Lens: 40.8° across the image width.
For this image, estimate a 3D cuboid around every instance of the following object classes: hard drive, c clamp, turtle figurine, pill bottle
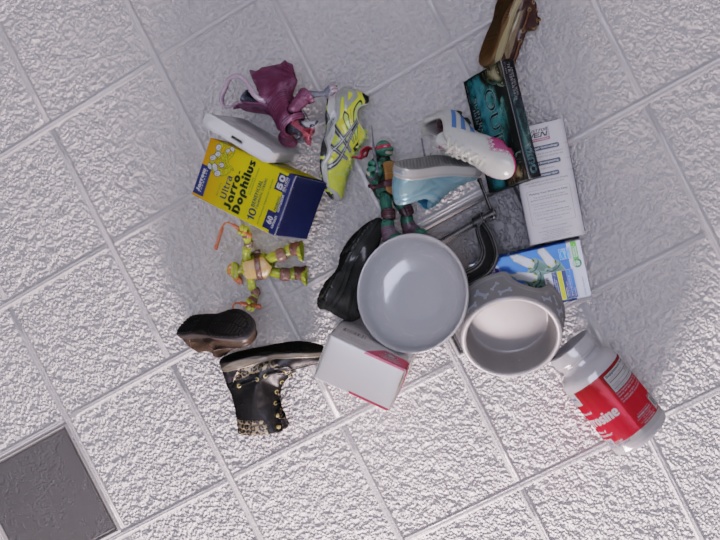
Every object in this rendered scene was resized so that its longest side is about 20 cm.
[{"bbox_3d":[-0.186,-0.228,1.682,0.131,0.200,0.027,31,100,5],"label":"hard drive"},{"bbox_3d":[0.166,-0.040,1.704,0.199,0.027,0.173,-34,57,20],"label":"c clamp"},{"bbox_3d":[0.060,-0.157,1.705,0.148,0.100,0.204,-13,96,-31],"label":"turtle figurine"},{"bbox_3d":[0.422,0.207,1.669,0.112,0.112,0.201,-40,88,11],"label":"pill bottle"},{"bbox_3d":[-0.178,0.003,1.774,0.158,0.064,0.204,-5,103,5],"label":"turtle figurine"}]

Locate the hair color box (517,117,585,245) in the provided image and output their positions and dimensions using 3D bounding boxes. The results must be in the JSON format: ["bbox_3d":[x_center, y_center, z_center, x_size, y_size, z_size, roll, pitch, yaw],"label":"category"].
[{"bbox_3d":[0.322,-0.153,1.676,0.098,0.061,0.204,-11,94,11],"label":"hair color box"}]

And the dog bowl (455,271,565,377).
[{"bbox_3d":[0.257,0.099,1.663,0.196,0.059,0.203,1,126,2],"label":"dog bowl"}]

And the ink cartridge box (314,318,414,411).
[{"bbox_3d":[0.016,0.154,1.687,0.145,0.200,0.084,23,102,6],"label":"ink cartridge box"}]

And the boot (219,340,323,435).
[{"bbox_3d":[-0.153,0.217,1.786,0.196,0.073,0.153,-9,102,-4],"label":"boot"}]

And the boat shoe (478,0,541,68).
[{"bbox_3d":[0.272,-0.432,1.663,0.071,0.072,0.203,22,88,-24],"label":"boat shoe"}]

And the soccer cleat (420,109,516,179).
[{"bbox_3d":[0.178,-0.207,1.643,0.200,0.085,0.071,45,142,41],"label":"soccer cleat"}]

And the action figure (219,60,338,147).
[{"bbox_3d":[-0.135,-0.289,1.678,0.201,0.147,0.135,54,130,42],"label":"action figure"}]

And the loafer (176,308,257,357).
[{"bbox_3d":[-0.251,0.118,1.770,0.198,0.073,0.071,0,132,45],"label":"loafer"}]

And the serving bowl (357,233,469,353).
[{"bbox_3d":[0.096,0.042,1.658,0.197,0.066,0.204,-3,83,20],"label":"serving bowl"}]

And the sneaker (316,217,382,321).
[{"bbox_3d":[0.000,0.000,1.724,0.090,0.076,0.202,32,74,-12],"label":"sneaker"}]

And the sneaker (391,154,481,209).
[{"bbox_3d":[0.127,-0.150,1.667,0.074,0.198,0.083,34,122,46],"label":"sneaker"}]

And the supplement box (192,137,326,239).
[{"bbox_3d":[-0.179,-0.144,1.705,0.198,0.109,0.110,26,100,27],"label":"supplement box"}]

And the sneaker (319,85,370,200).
[{"bbox_3d":[-0.027,-0.225,1.721,0.075,0.075,0.204,6,98,9],"label":"sneaker"}]

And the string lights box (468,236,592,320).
[{"bbox_3d":[0.297,0.014,1.697,0.197,0.059,0.105,-13,94,11],"label":"string lights box"}]

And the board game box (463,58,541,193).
[{"bbox_3d":[0.238,-0.242,1.643,0.028,0.135,0.203,-13,89,-22],"label":"board game box"}]
